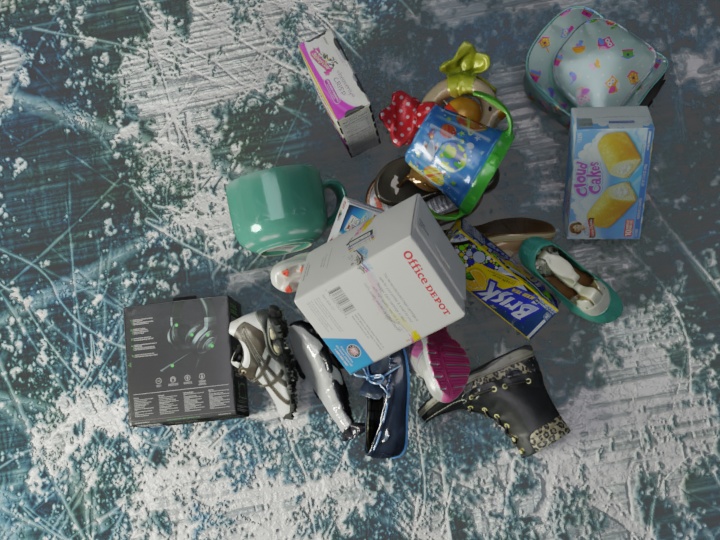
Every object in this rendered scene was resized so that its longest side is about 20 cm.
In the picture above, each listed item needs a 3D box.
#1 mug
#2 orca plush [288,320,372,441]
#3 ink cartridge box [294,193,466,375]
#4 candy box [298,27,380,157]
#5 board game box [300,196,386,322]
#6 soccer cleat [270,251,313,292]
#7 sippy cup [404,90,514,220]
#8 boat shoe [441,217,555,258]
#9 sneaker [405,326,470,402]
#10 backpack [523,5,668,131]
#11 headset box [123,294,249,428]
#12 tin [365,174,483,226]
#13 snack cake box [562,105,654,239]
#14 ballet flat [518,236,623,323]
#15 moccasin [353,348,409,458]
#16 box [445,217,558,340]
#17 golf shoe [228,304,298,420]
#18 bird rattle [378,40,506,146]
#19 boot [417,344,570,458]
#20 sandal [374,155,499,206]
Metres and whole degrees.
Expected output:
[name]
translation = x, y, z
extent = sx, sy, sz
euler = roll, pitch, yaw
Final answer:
[mug]
translation = -0.112, -0.091, 1.566
extent = 0.183, 0.152, 0.116
euler = -12, 82, 3
[orca plush]
translation = -0.037, 0.160, 1.557
extent = 0.071, 0.105, 0.201
euler = -27, 73, -31
[ink cartridge box]
translation = 0.034, 0.018, 1.428
extent = 0.199, 0.145, 0.148
euler = -28, 113, 20
[candy box]
translation = -0.030, -0.272, 1.564
extent = 0.061, 0.200, 0.137
euler = -27, 78, 0
[board game box]
translation = 0.000, 0.000, 1.542
extent = 0.125, 0.035, 0.202
euler = 18, 102, -17
[soccer cleat]
translation = -0.046, -0.006, 1.590
extent = 0.198, 0.078, 0.070
euler = -7, 109, -11
[sippy cup]
translation = 0.141, -0.173, 1.485
extent = 0.130, 0.140, 0.179
euler = 30, 75, 3
[boat shoe]
translation = 0.208, -0.037, 1.573
extent = 0.198, 0.071, 0.065
euler = -7, 113, 7
[sneaker]
translation = 0.101, 0.129, 1.519
extent = 0.088, 0.081, 0.201
euler = -55, 34, 31
[backpack]
translation = 0.356, -0.310, 1.560
extent = 0.200, 0.153, 0.176
euler = 38, 91, 18
[headset box]
translation = -0.274, 0.138, 1.572
extent = 0.172, 0.093, 0.202
euler = -8, 79, 5
[tin]
translation = 0.103, -0.124, 1.609
extent = 0.198, 0.042, 0.113
euler = -20, 74, 2
[snack cake box]
translation = 0.370, -0.145, 1.505
extent = 0.114, 0.201, 0.068
euler = -2, 39, 5
[ballet flat]
translation = 0.324, 0.022, 1.511
extent = 0.199, 0.070, 0.068
euler = 36, 93, -11
[moccasin]
translation = 0.033, 0.183, 1.496
extent = 0.068, 0.080, 0.202
euler = -3, 86, -27
[box]
translation = 0.205, 0.012, 1.518
extent = 0.199, 0.064, 0.070
euler = 39, 112, -9
[golf shoe]
translation = -0.147, 0.145, 1.530
extent = 0.093, 0.078, 0.202
euler = -9, 118, 1
[bird rattle]
translation = 0.138, -0.255, 1.575
extent = 0.199, 0.113, 0.163
euler = -38, 62, -6
[boot]
translation = 0.204, 0.223, 1.520
extent = 0.202, 0.073, 0.155
euler = -29, 81, 2
[sandal]
translation = 0.119, -0.147, 1.564
extent = 0.198, 0.055, 0.083
euler = -1, 79, 5
